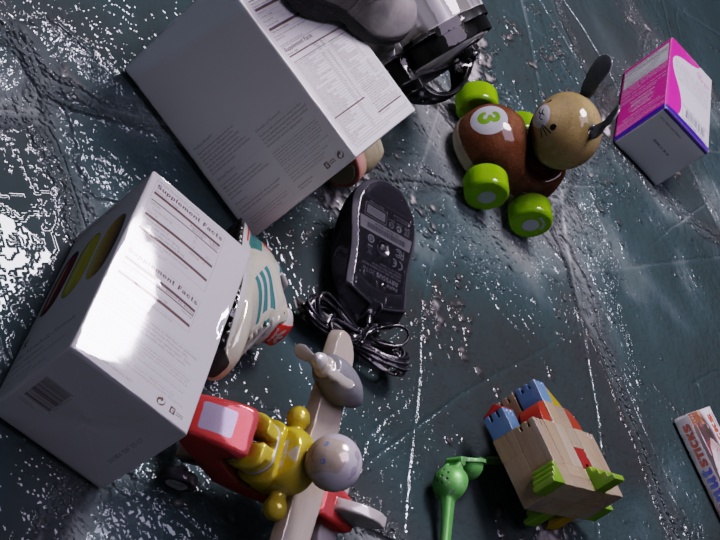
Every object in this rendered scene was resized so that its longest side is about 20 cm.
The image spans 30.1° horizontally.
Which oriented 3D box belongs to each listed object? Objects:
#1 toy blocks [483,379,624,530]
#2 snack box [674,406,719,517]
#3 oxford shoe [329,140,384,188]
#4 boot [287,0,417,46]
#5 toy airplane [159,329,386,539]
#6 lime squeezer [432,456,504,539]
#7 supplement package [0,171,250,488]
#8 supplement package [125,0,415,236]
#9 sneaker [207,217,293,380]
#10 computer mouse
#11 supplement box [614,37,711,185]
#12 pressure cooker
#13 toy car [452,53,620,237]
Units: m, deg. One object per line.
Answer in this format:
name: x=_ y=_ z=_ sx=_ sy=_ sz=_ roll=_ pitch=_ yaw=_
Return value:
toy blocks: x=0.192 y=0.179 z=1.379 sx=0.199 sy=0.100 sz=0.138 roll=22 pitch=38 yaw=-55
snack box: x=0.462 y=0.272 z=1.687 sx=0.072 sy=0.024 sz=0.202 roll=-5 pitch=67 yaw=-52
oxford shoe: x=-0.037 y=-0.189 z=1.385 sx=0.074 sy=0.070 sz=0.202 roll=-37 pitch=111 yaw=-45
boot: x=0.027 y=-0.281 z=1.251 sx=0.199 sy=0.131 sz=0.070 roll=-4 pitch=62 yaw=-56
toy airplane: x=-0.045 y=0.166 z=1.070 sx=0.198 sy=0.140 sz=0.202 roll=-21 pitch=94 yaw=-45
lime squeezer: x=0.107 y=0.210 z=1.305 sx=0.071 sy=0.038 sz=0.200 roll=53 pitch=35 yaw=-5
supplement package: x=-0.179 y=0.043 z=1.032 sx=0.109 sy=0.113 sz=0.201 roll=40 pitch=37 yaw=-22
supplement package: x=-0.083 y=-0.173 z=1.275 sx=0.201 sy=0.151 sz=0.151 roll=53 pitch=34 yaw=-5
sneaker: x=-0.094 y=0.038 z=1.153 sx=0.093 sy=0.070 sz=0.201 roll=42 pitch=22 yaw=-23
computer mouse: x=0.000 y=0.000 z=1.336 sx=0.138 sy=0.052 sz=0.202 roll=32 pitch=53 yaw=-29
supplement box: x=0.456 y=-0.241 z=2.006 sx=0.101 sy=0.103 sz=0.201 roll=42 pitch=39 yaw=-18
pressure cooker: x=0.047 y=-0.277 z=1.481 sx=0.175 sy=0.179 sz=0.201 roll=-33 pitch=93 yaw=-13
toy car: x=0.224 y=-0.170 z=1.594 sx=0.157 sy=0.199 sz=0.166 roll=28 pitch=44 yaw=-34
